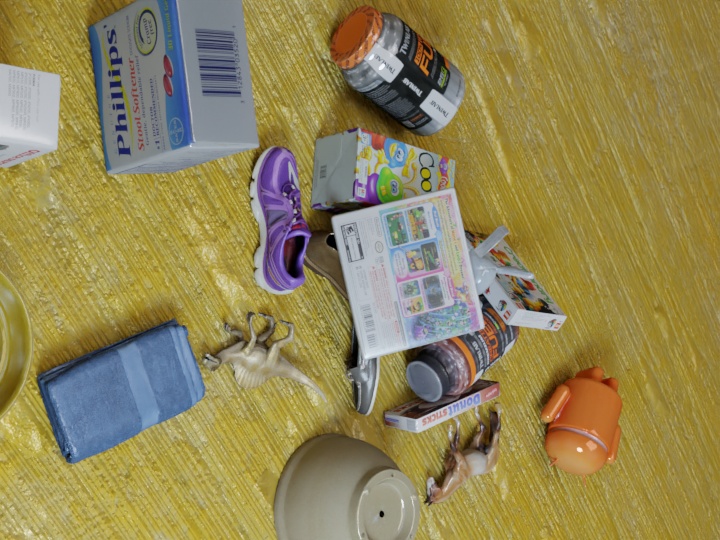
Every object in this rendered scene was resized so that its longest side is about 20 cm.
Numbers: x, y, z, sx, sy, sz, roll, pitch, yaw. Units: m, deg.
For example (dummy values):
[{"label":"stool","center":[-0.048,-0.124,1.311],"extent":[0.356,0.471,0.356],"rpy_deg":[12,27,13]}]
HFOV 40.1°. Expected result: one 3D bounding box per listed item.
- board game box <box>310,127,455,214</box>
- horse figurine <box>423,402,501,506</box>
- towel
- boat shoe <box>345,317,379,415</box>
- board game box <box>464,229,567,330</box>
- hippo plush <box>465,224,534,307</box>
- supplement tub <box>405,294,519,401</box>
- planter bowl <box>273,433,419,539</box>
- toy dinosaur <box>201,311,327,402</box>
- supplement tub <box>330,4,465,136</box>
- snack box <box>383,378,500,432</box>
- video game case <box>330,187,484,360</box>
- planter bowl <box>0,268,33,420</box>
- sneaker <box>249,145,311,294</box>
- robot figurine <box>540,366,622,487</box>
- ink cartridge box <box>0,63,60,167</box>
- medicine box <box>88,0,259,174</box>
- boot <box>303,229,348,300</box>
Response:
[{"label":"board game box","center":[0.036,-0.129,1.460],"extent":[0.197,0.102,0.107],"rpy_deg":[12,78,-41]},{"label":"horse figurine","center":[0.177,0.287,1.576],"extent":[0.198,0.049,0.136],"rpy_deg":[-15,108,-48]},{"label":"towel","center":[-0.283,0.143,1.181],"extent":[0.198,0.048,0.114],"rpy_deg":[-24,101,-42]},{"label":"boat shoe","center":[0.000,0.107,1.423],"extent":[0.056,0.067,0.204],"rpy_deg":[6,100,-15]},{"label":"board game box","center":[0.231,0.013,1.584],"extent":[0.125,0.035,0.201],"rpy_deg":[9,35,-41]},{"label":"hippo plush","center":[0.128,-0.004,1.477],"extent":[0.198,0.161,0.161],"rpy_deg":[-31,86,0]},{"label":"supplement tub","center":[0.157,0.124,1.542],"extent":[0.199,0.106,0.109],"rpy_deg":[-36,109,-39]},{"label":"planter bowl","center":[-0.002,0.331,1.358],"extent":[0.198,0.133,0.205],"rpy_deg":[4,83,-42]},{"label":"toy dinosaur","center":[-0.128,0.113,1.332],"extent":[0.197,0.058,0.103],"rpy_deg":[17,89,-32]},{"label":"supplement tub","center":[0.055,-0.301,1.483],"extent":[0.198,0.121,0.125],"rpy_deg":[30,66,-36]},{"label":"snack box","center":[0.129,0.207,1.530],"extent":[0.198,0.071,0.025],"rpy_deg":[-16,102,-42]},{"label":"video game case","center":[0.066,0.004,1.368],"extent":[0.178,0.024,0.204],"rpy_deg":[-13,93,-8]},{"label":"planter bowl","center":[-0.447,0.077,1.014],"extent":[0.198,0.083,0.205],"rpy_deg":[5,83,-41]},{"label":"sneaker","center":[-0.097,-0.071,1.348],"extent":[0.080,0.083,0.205],"rpy_deg":[0,85,-42]},{"label":"robot figurine","center":[0.391,0.271,1.735],"extent":[0.203,0.115,0.145],"rpy_deg":[-66,146,-26]},{"label":"ink cartridge box","center":[-0.429,-0.166,1.013],"extent":[0.197,0.145,0.085],"rpy_deg":[4,84,-41]},{"label":"medicine box","center":[-0.224,-0.220,1.169],"extent":[0.102,0.198,0.186],"rpy_deg":[-8,90,-44]},{"label":"boot","center":[0.000,0.000,1.435],"extent":[0.199,0.075,0.075],"rpy_deg":[30,64,-37]}]
